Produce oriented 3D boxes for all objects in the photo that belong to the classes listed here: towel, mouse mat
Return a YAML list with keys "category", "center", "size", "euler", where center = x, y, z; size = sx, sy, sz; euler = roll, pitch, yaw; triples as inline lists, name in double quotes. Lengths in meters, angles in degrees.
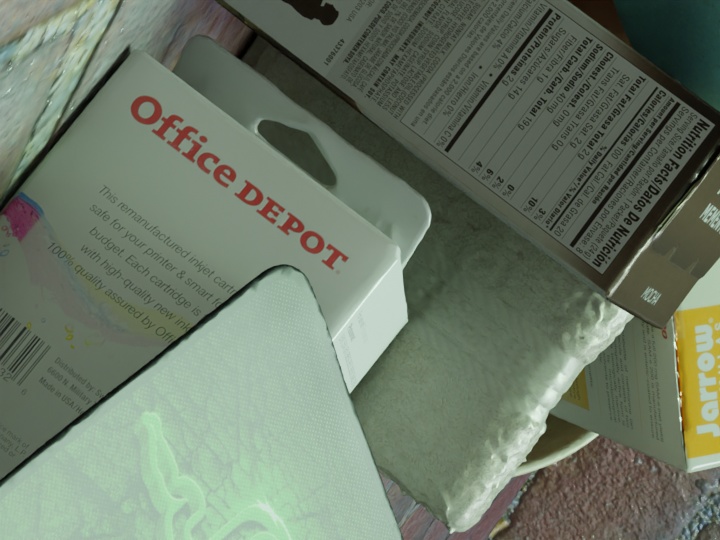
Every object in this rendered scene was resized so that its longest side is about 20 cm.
- category: "towel"
  center: [0.006, -0.002, 1.214]
  size: [0.133, 0.200, 0.034]
  euler: [-54, 160, 8]
- category: "mouse mat"
  center: [-0.047, 0.117, 1.053]
  size: [0.161, 0.008, 0.200]
  euler: [-39, 126, -29]

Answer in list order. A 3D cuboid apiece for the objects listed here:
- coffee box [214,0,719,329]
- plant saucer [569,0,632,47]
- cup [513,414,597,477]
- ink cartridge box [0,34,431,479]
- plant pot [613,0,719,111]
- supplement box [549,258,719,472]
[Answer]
- category: "coffee box"
  center: [0.050, -0.071, 1.128]
  size: [0.080, 0.200, 0.113]
  euler: [-53, 164, 3]
- category: "plant saucer"
  center: [0.156, -0.175, 1.443]
  size: [0.032, 0.200, 0.200]
  euler: [34, 94, -38]
- category: "cup"
  center: [0.037, -0.012, 1.432]
  size: [0.200, 0.200, 0.143]
  euler: [-52, -162, -3]
- category: "ink cartridge box"
  center: [-0.075, 0.026, 1.130]
  size: [0.200, 0.128, 0.125]
  euler: [-50, 170, -9]
- category: "plant pot"
  center: [0.179, -0.161, 1.290]
  size: [0.200, 0.200, 0.135]
  euler: [-53, 136, 3]
- category: "supplement box"
  center: [0.119, 0.001, 1.276]
  size: [0.073, 0.126, 0.200]
  euler: [-10, -168, -20]
